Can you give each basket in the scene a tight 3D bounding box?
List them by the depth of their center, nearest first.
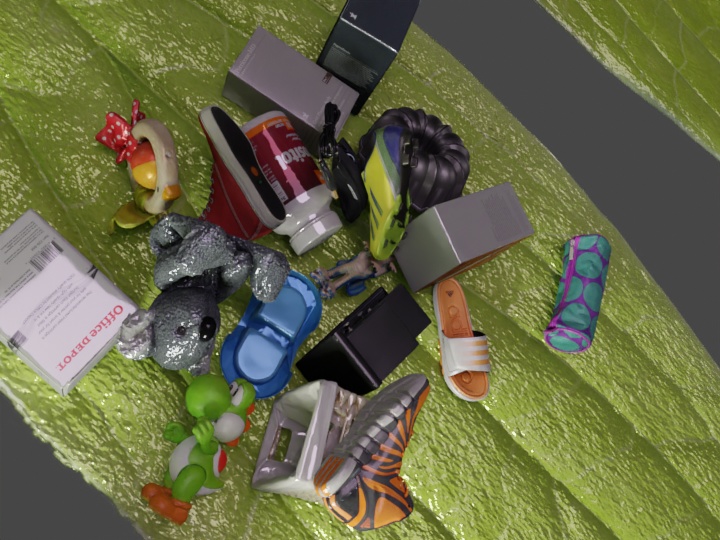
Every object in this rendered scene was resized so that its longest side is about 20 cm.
[{"bbox_3d":[-0.050,0.242,1.029,0.121,0.200,0.138,23,66,-17],"label":"basket"}]

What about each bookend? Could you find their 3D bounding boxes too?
[{"bbox_3d":[0.026,0.090,1.104,0.198,0.200,0.093,-41,89,-26],"label":"bookend"}]

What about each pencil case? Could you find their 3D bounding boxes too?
[{"bbox_3d":[0.376,0.038,1.321,0.092,0.084,0.203,32,63,-26],"label":"pencil case"}]

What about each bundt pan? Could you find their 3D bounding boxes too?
[{"bbox_3d":[0.098,-0.194,1.256,0.198,0.076,0.205,17,44,-17],"label":"bundt pan"}]

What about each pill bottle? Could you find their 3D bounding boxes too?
[{"bbox_3d":[-0.114,-0.132,1.172,0.112,0.113,0.202,-30,86,-26],"label":"pill bottle"}]

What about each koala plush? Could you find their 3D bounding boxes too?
[{"bbox_3d":[-0.226,0.041,1.019,0.176,0.182,0.204,23,85,-48],"label":"koala plush"}]

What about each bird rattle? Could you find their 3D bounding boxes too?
[{"bbox_3d":[-0.300,-0.150,1.089,0.111,0.162,0.205,1,81,-39],"label":"bird rattle"}]

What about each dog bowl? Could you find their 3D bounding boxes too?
[{"bbox_3d":[-0.135,0.096,1.124,0.110,0.050,0.202,31,64,-9],"label":"dog bowl"}]

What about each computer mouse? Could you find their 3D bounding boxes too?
[{"bbox_3d":[-0.019,-0.142,1.162,0.045,0.203,0.142,-6,39,11],"label":"computer mouse"}]

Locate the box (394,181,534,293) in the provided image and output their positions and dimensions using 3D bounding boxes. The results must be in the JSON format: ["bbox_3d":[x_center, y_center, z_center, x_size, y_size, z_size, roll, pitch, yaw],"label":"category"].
[{"bbox_3d":[0.163,-0.055,1.222,0.198,0.124,0.099,-20,80,-40],"label":"box"}]

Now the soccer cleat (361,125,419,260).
[{"bbox_3d":[0.036,-0.118,1.154,0.064,0.082,0.205,11,88,-61],"label":"soccer cleat"}]

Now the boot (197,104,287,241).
[{"bbox_3d":[-0.213,-0.125,1.117,0.203,0.143,0.072,62,26,-1],"label":"boot"}]

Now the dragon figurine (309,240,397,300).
[{"bbox_3d":[0.000,0.000,1.198,0.199,0.098,0.060,-9,72,-61],"label":"dragon figurine"}]

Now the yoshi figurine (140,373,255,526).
[{"bbox_3d":[-0.221,0.220,1.006,0.111,0.112,0.202,27,74,18],"label":"yoshi figurine"}]

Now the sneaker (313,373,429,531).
[{"bbox_3d":[0.036,0.228,0.936,0.200,0.077,0.113,-46,106,-21],"label":"sneaker"}]

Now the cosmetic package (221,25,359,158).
[{"bbox_3d":[-0.115,-0.288,1.238,0.198,0.090,0.108,31,68,-12],"label":"cosmetic package"}]

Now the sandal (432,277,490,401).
[{"bbox_3d":[0.164,0.105,1.230,0.078,0.059,0.211,-8,76,-23],"label":"sandal"}]

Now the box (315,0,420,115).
[{"bbox_3d":[0.006,-0.383,1.251,0.106,0.200,0.151,27,66,-10],"label":"box"}]

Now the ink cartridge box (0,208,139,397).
[{"bbox_3d":[-0.416,0.046,1.012,0.200,0.084,0.146,43,63,-3],"label":"ink cartridge box"}]
